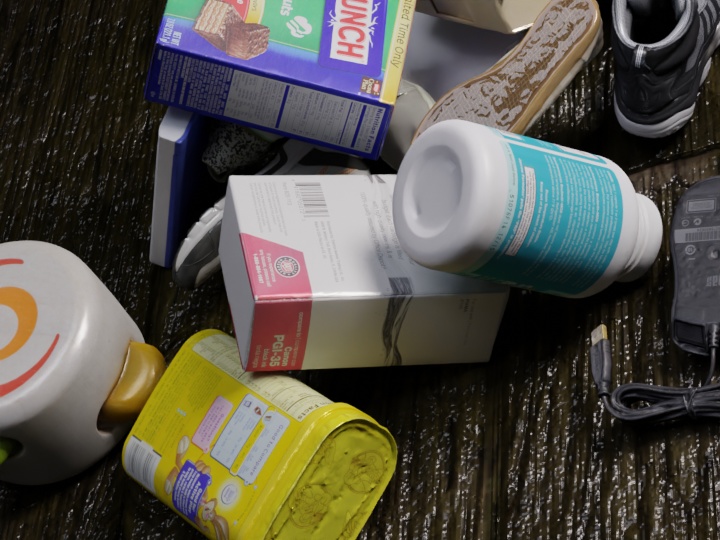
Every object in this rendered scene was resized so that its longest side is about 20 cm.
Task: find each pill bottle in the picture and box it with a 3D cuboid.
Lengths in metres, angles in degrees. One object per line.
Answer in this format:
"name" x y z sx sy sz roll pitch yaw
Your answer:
"pill bottle" 0.130 -0.041 1.609 0.111 0.200 0.111 -20 65 50

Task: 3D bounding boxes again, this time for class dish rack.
"dish rack" 0.071 -0.191 1.904 0.171 0.044 0.200 -37 43 -2

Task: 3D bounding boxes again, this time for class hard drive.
"hard drive" -0.146 -0.108 1.871 0.025 0.200 0.132 19 59 3

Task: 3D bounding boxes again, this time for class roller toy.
"roller toy" -0.275 0.079 1.818 0.200 0.140 0.183 -32 53 1

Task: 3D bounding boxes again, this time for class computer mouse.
"computer mouse" 0.238 0.030 1.596 0.140 0.046 0.201 -10 60 20

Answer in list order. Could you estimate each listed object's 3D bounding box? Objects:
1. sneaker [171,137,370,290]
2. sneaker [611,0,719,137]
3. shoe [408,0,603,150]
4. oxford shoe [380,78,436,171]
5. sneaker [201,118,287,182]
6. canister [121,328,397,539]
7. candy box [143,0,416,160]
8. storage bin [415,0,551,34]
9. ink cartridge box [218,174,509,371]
"sneaker" -0.074 -0.047 1.838 0.200 0.080 0.074 -41 -2 -6
"sneaker" 0.251 -0.213 1.731 0.075 0.114 0.200 10 59 18
"shoe" 0.120 -0.134 1.713 0.200 0.053 0.070 -44 64 -3
"oxford shoe" 0.011 -0.141 1.840 0.200 0.058 0.075 53 126 43
"sneaker" -0.103 -0.119 1.874 0.077 0.200 0.089 42 96 4
"canister" -0.083 0.143 1.661 0.200 0.086 0.149 29 88 47
"candy box" -0.060 -0.197 1.774 0.199 0.077 0.169 14 53 -5
"storage bin" 0.140 -0.294 1.821 0.198 0.094 0.200 -37 26 -14
"ink cartridge box" 0.000 0.000 1.682 0.199 0.083 0.147 -1 42 -13
